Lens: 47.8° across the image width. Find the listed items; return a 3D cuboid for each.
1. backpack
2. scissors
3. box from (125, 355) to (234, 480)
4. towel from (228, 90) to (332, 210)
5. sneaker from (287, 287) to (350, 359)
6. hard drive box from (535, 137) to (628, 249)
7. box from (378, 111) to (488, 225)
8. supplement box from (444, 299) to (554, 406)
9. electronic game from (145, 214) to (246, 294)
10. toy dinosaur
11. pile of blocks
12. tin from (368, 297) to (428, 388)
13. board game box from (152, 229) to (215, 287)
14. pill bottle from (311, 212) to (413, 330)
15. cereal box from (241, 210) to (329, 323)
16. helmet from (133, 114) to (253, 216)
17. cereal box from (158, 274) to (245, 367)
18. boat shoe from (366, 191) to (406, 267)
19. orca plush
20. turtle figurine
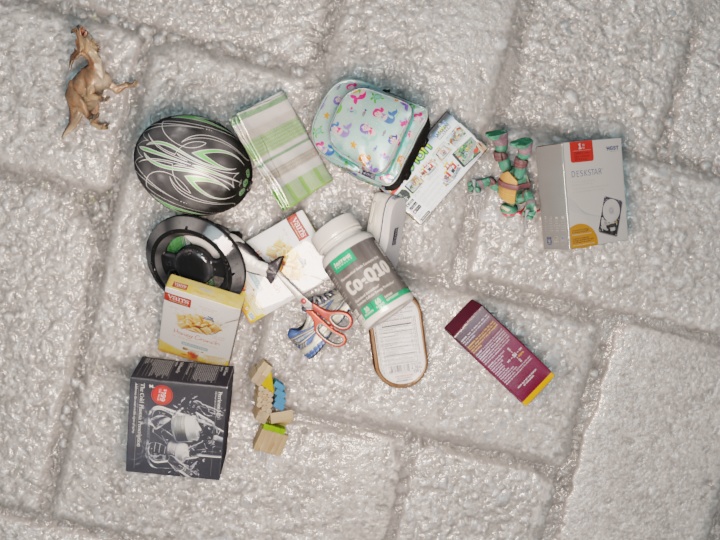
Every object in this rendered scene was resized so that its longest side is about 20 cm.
[{"bbox_3d":[0.010,-0.260,1.517,0.200,0.151,0.178,28,92,15],"label":"backpack"},{"bbox_3d":[-0.104,0.072,1.553,0.200,0.014,0.073,32,104,1],"label":"scissors"},{"bbox_3d":[-0.346,0.283,1.562,0.182,0.104,0.200,6,106,-4],"label":"box"},{"bbox_3d":[-0.143,-0.230,1.533,0.149,0.031,0.200,-38,102,-39],"label":"towel"},{"bbox_3d":[-0.071,0.074,1.588,0.085,0.077,0.200,37,92,-1],"label":"sneaker"},{"bbox_3d":[0.426,-0.148,1.561,0.156,0.077,0.200,-10,97,-28],"label":"hard drive box"},{"bbox_3d":[0.142,-0.200,1.590,0.110,0.035,0.200,41,92,-6],"label":"box"},{"bbox_3d":[0.270,0.158,1.593,0.200,0.110,0.086,43,92,-6],"label":"supplement box"},{"bbox_3d":[-0.306,-0.012,1.509,0.200,0.042,0.200,8,121,14],"label":"electronic game"},{"bbox_3d":[-0.517,-0.348,1.525,0.135,0.086,0.200,40,109,5],"label":"toy dinosaur"},{"bbox_3d":[-0.179,0.265,1.611,0.082,0.062,0.200,-4,104,-15],"label":"pile of blocks"},{"bbox_3d":[0.075,0.136,1.619,0.112,0.042,0.200,-9,96,-6],"label":"tin"},{"bbox_3d":[-0.336,0.010,1.576,0.105,0.023,0.200,-7,97,21],"label":"board game box"},{"bbox_3d":[0.000,0.000,1.508,0.113,0.113,0.200,-35,80,1],"label":"pill bottle"},{"bbox_3d":[-0.163,-0.008,1.582,0.200,0.040,0.144,-31,93,1],"label":"cereal box"},{"bbox_3d":[-0.307,-0.192,1.482,0.200,0.191,0.200,-2,84,21],"label":"helmet"},{"bbox_3d":[-0.303,0.101,1.535,0.144,0.040,0.200,17,137,-3],"label":"cereal box"},{"bbox_3d":[0.035,-0.055,1.584,0.066,0.072,0.200,22,116,31],"label":"boat shoe"},{"bbox_3d":[-0.233,-0.056,1.523,0.200,0.071,0.105,17,135,12],"label":"orca plush"},{"bbox_3d":[0.283,-0.164,1.568,0.149,0.101,0.200,15,123,29],"label":"turtle figurine"}]
